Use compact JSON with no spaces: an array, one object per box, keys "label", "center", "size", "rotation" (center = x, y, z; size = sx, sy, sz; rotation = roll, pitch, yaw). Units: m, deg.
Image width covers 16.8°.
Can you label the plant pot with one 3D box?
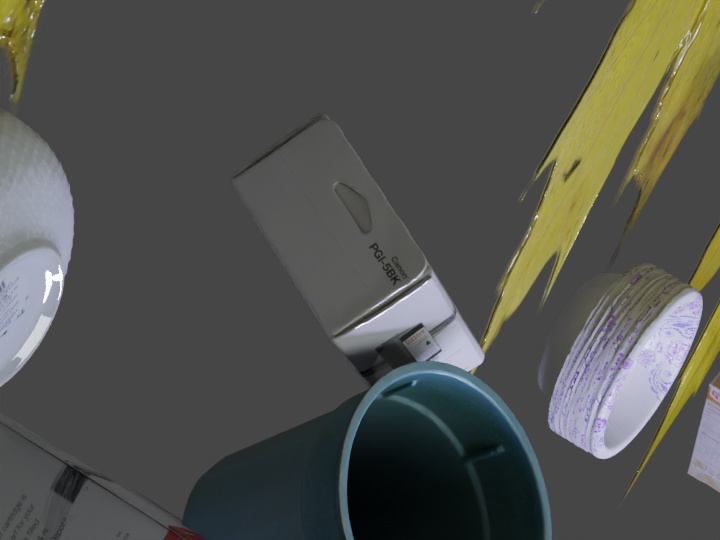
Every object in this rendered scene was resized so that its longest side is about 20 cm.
[{"label":"plant pot","center":[-0.008,0.181,1.675],"size":[0.196,0.200,0.200],"rotation":[-19,-168,43]}]

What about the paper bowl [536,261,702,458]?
[{"label":"paper bowl","center":[0.256,0.084,2.496],"size":[0.201,0.104,0.201],"rotation":[-49,157,-28]}]

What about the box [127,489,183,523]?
[{"label":"box","center":[-0.190,0.262,1.710],"size":[0.200,0.101,0.113],"rotation":[-37,149,-47]}]

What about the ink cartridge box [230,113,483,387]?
[{"label":"ink cartridge box","center":[0.000,0.000,1.700],"size":[0.083,0.147,0.200],"rotation":[-33,157,1]}]

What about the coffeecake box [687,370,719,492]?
[{"label":"coffeecake box","center":[0.521,0.183,3.280],"size":[0.154,0.073,0.200],"rotation":[-45,155,-33]}]

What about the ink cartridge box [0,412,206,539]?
[{"label":"ink cartridge box","center":[-0.186,0.194,1.494],"size":[0.147,0.200,0.083],"rotation":[-59,163,-2]}]

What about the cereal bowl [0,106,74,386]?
[{"label":"cereal bowl","center":[-0.223,0.010,1.330],"size":[0.200,0.083,0.200],"rotation":[-48,157,-28]}]
